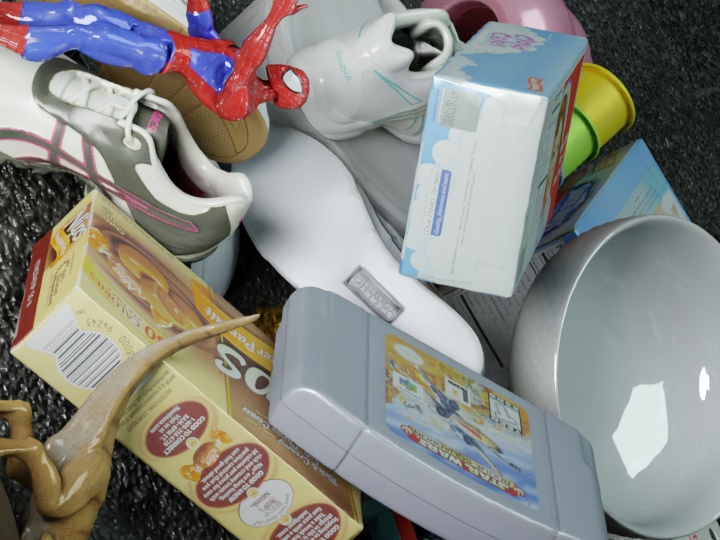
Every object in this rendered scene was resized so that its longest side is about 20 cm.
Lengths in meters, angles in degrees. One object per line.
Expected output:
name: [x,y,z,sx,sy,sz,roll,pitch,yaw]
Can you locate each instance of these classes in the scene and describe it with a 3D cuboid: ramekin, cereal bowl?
ramekin: [-0.018,-0.092,1.372,0.202,0.094,0.203,38,36,-36]
cereal bowl: [0.164,0.067,1.352,0.199,0.083,0.202,4,83,-39]

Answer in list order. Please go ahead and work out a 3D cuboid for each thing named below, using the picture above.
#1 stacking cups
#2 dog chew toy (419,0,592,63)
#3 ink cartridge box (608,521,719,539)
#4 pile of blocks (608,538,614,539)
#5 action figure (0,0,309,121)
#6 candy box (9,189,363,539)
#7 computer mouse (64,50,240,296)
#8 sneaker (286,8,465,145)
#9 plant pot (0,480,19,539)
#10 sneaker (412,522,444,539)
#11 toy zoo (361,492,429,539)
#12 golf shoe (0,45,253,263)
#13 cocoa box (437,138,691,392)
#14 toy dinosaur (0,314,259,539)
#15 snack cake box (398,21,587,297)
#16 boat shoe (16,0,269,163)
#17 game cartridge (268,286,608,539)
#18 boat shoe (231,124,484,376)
stacking cups: [0.113,-0.063,1.512,0.200,0.060,0.061,-45,108,-27]
dog chew toy: [0.118,-0.159,1.636,0.200,0.124,0.125,13,55,-65]
ink cartridge box: [0.193,0.221,1.474,0.200,0.067,0.117,-11,76,-59]
pile of blocks: [0.139,0.191,1.263,0.200,0.062,0.083,42,31,-60]
action figure: [-0.106,-0.139,1.107,0.199,0.099,0.065,18,23,-24]
candy box: [-0.085,0.060,1.120,0.200,0.055,0.116,43,19,-20]
computer mouse: [-0.119,-0.078,1.245,0.201,0.044,0.110,59,28,-5]
sneaker: [0.036,-0.120,1.303,0.071,0.080,0.200,63,27,6]
plant pot: [-0.221,0.090,0.815,0.201,0.200,0.175,51,11,-19]
sneaker: [0.060,0.171,1.283,0.073,0.082,0.201,36,39,-44]
toy zoo: [0.014,0.138,1.232,0.130,0.020,0.201,-9,70,-27]
golf shoe: [-0.143,-0.082,1.146,0.200,0.088,0.077,40,47,-20]
cocoa box: [0.157,0.016,1.523,0.134,0.131,0.200,58,29,-8]
toy dinosaur: [-0.138,0.092,1.024,0.106,0.060,0.201,27,77,-30]
snack cake box: [0.080,-0.070,1.247,0.200,0.067,0.116,-51,151,-71]
boat shoe: [-0.122,-0.145,1.198,0.200,0.071,0.069,44,36,-16]
game cartridge: [0.044,0.091,1.143,0.199,0.042,0.133,29,19,-14]
boat shoe: [0.000,0.000,1.258,0.200,0.071,0.070,46,-2,10]
